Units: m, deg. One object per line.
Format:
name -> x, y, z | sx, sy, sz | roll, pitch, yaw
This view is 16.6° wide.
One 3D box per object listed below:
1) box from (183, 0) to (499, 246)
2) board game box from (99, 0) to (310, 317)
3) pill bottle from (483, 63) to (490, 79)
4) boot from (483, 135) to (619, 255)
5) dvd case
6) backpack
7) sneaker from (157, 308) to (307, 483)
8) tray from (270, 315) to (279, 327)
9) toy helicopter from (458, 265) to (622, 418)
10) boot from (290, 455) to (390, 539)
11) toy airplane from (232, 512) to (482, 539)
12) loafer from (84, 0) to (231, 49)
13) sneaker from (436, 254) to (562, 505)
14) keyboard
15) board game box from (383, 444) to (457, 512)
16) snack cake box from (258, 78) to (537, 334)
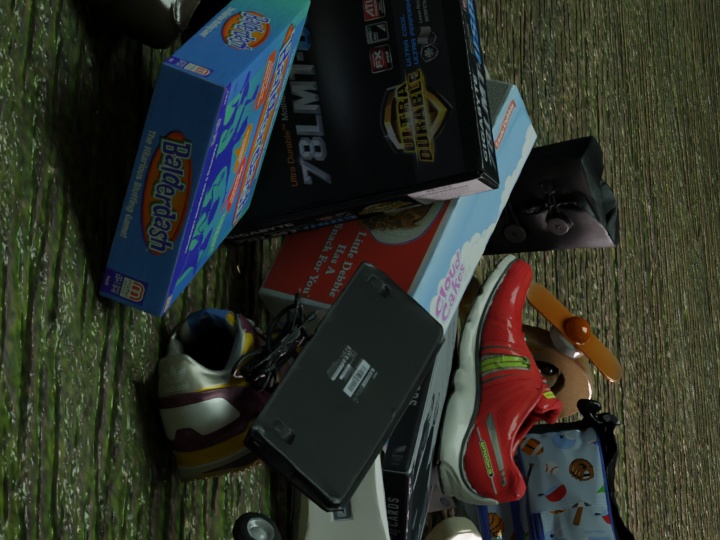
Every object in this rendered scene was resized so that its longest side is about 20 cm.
box -> -0.017, -0.133, 1.647 | 0.050, 0.197, 0.202 | 30, 52, -69
board game box -> -0.093, -0.079, 1.510 | 0.200, 0.045, 0.153 | -59, 168, -65
pill bottle -> 0.005, -0.141, 1.827 | 0.199, 0.116, 0.117 | 18, 61, -55
boot -> 0.114, -0.022, 1.984 | 0.066, 0.198, 0.165 | -84, 155, -44
dvd case -> 0.043, 0.117, 1.798 | 0.151, 0.025, 0.201 | 91, 11, -46
backpack -> 0.152, 0.235, 1.965 | 0.201, 0.153, 0.191 | 84, -9, -49
sneaker -> -0.074, 0.058, 1.557 | 0.200, 0.074, 0.091 | -57, 133, -68
tray -> 0.000, 0.000, 1.810 | 0.098, 0.037, 0.201 | 39, 31, -15
toy helicopter -> 0.122, 0.053, 1.973 | 0.200, 0.131, 0.079 | 48, 37, -36
boot -> -0.012, 0.176, 1.692 | 0.090, 0.072, 0.202 | 88, 4, -83
toy airplane -> 0.001, 0.236, 1.474 | 0.142, 0.198, 0.201 | -98, 167, -47
loafer -> -0.111, -0.184, 1.577 | 0.072, 0.073, 0.200 | 54, 32, -6
sneaker -> 0.112, 0.086, 1.862 | 0.077, 0.084, 0.201 | 85, 17, -65
keyboard -> -0.022, 0.066, 1.523 | 0.104, 0.040, 0.200 | 44, 37, -6
board game box -> 0.032, 0.077, 1.939 | 0.201, 0.034, 0.135 | 62, 24, -43
snack cake box -> 0.028, -0.040, 1.682 | 0.201, 0.114, 0.067 | -64, 150, -22
